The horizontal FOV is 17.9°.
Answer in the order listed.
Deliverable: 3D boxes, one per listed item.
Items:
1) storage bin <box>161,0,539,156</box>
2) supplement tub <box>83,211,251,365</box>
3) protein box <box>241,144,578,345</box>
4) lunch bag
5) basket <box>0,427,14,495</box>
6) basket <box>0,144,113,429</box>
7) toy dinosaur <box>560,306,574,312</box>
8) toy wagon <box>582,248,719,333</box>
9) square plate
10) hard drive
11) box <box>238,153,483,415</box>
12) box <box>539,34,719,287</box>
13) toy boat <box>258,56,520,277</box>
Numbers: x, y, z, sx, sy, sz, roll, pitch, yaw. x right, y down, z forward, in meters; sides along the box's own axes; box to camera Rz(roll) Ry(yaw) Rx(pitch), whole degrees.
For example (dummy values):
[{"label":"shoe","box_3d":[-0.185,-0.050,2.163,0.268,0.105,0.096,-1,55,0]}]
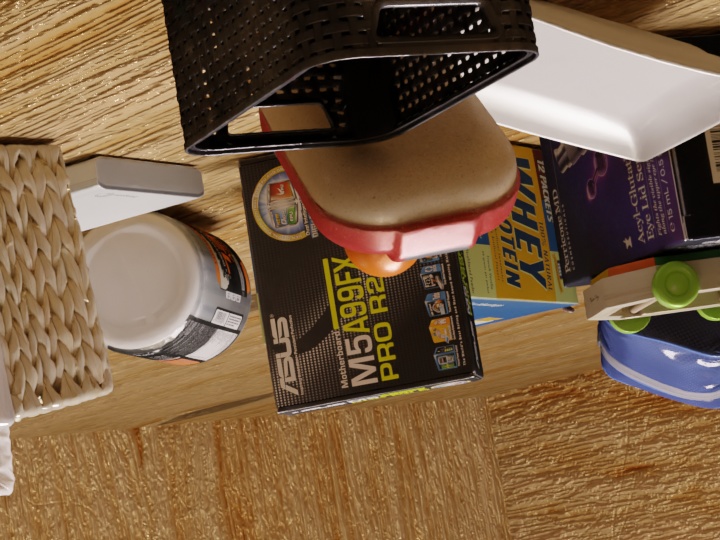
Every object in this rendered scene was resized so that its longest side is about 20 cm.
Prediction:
[{"label":"storage bin","box_3d":[-0.010,-0.131,1.217,0.135,0.094,0.200,-5,170,-27]},{"label":"supplement tub","box_3d":[-0.167,0.018,1.984,0.122,0.123,0.200,-11,172,11]},{"label":"protein box","box_3d":[0.044,-0.019,1.914,0.199,0.136,0.198,-14,170,31]},{"label":"lunch bag","box_3d":[0.281,0.006,1.932,0.135,0.201,0.132,19,157,12]},{"label":"basket","box_3d":[-0.451,0.127,2.155,0.160,0.199,0.200,-11,173,25]},{"label":"basket","box_3d":[-0.267,0.015,1.596,0.123,0.201,0.135,-11,176,-44]},{"label":"toy dinosaur","box_3d":[0.145,-0.043,2.037,0.199,0.136,0.086,20,-169,15]},{"label":"toy wagon","box_3d":[0.265,0.009,1.661,0.199,0.040,0.155,-8,173,-8]},{"label":"square plate","box_3d":[0.136,-0.126,1.476,0.197,0.029,0.200,15,165,-15]},{"label":"hard drive","box_3d":[-0.239,-0.049,1.772,0.199,0.027,0.132,-15,171,32]},{"label":"box","box_3d":[0.000,0.000,1.766,0.159,0.201,0.044,-10,172,10]},{"label":"box","box_3d":[0.222,-0.077,1.668,0.104,0.149,0.200,-6,171,-22]},{"label":"toy boat","box_3d":[0.013,-0.055,1.408,0.130,0.200,0.131,-11,128,-15]}]
